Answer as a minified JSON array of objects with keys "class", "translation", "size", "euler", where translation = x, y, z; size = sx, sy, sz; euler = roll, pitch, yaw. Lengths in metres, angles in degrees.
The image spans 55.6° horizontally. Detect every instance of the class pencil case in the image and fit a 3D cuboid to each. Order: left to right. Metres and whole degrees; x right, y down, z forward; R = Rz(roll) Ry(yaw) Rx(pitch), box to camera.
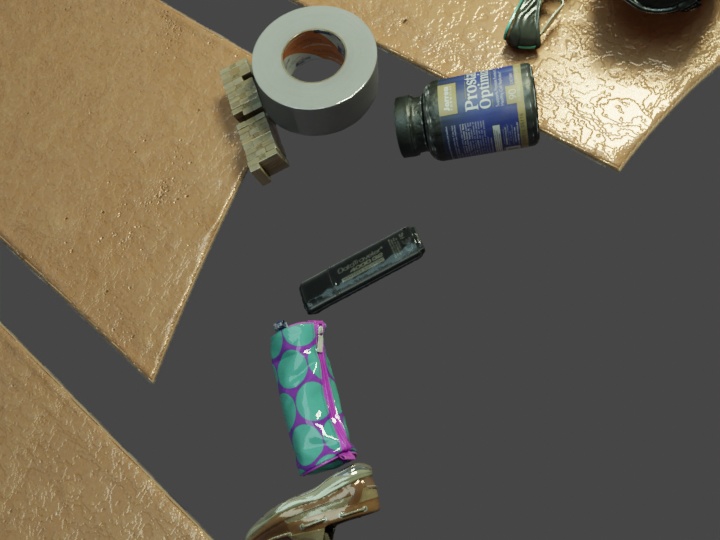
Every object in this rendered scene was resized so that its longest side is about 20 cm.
[{"class":"pencil case","translation":[-0.065,0.169,0.927],"size":[0.092,0.084,0.205],"euler":[-32,64,36]}]

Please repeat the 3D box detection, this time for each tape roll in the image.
[{"class":"tape roll","translation":[-0.069,-0.313,1.067],"size":[0.194,0.067,0.206],"euler":[-1,64,3]}]

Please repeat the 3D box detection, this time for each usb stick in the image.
[{"class":"usb stick","translation":[0.000,0.000,0.990],"size":[0.196,0.033,0.056],"euler":[-28,60,7]}]

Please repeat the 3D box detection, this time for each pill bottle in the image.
[{"class":"pill bottle","translation":[0.150,-0.218,0.968],"size":[0.194,0.112,0.115],"euler":[-7,71,14]}]

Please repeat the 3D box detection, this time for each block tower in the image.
[{"class":"block tower","translation":[-0.171,-0.243,1.108],"size":[0.056,0.054,0.205],"euler":[-22,68,10]}]

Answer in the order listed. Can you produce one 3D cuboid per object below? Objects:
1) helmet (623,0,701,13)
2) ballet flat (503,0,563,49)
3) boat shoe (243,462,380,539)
[{"class":"helmet","translation":[0.411,-0.457,0.917],"size":[0.194,0.204,0.192],"euler":[11,43,20]},{"class":"ballet flat","translation":[0.278,-0.422,1.023],"size":[0.067,0.068,0.205],"euler":[21,90,12]},{"class":"boat shoe","translation":[-0.062,0.325,0.885],"size":[0.197,0.076,0.073],"euler":[-32,68,7]}]
